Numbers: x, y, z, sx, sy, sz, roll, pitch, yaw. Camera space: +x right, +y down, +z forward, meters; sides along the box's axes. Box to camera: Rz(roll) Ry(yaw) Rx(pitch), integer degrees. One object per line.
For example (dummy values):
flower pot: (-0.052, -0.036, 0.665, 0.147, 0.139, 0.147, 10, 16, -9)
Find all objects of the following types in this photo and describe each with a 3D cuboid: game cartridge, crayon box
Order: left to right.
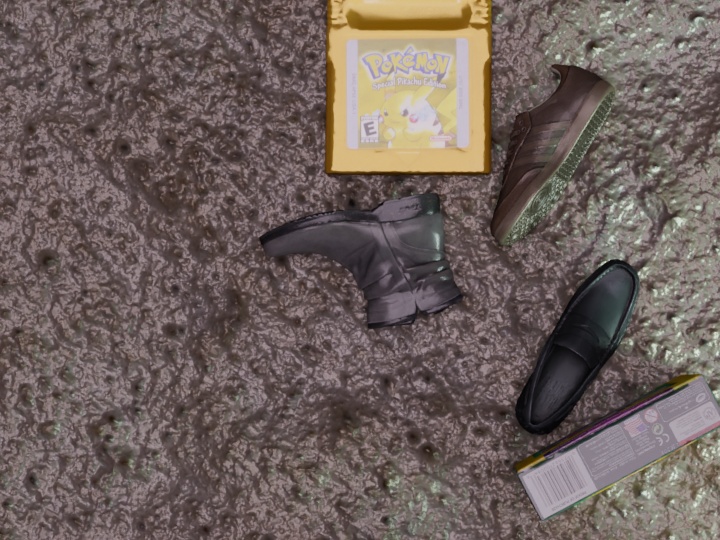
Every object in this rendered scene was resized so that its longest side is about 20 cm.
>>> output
game cartridge: (0.050, -0.200, 1.688, 0.175, 0.032, 0.202, 0, 89, 3)
crayon box: (0.251, 0.172, 1.589, 0.199, 0.173, 0.059, -28, 83, 3)

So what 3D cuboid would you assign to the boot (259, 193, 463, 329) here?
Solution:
boot: (0.000, 0.000, 1.668, 0.198, 0.070, 0.133, -10, 92, 7)

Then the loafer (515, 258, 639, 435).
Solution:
loafer: (0.225, 0.080, 1.646, 0.068, 0.070, 0.201, 31, 90, 4)

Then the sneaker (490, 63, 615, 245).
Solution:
sneaker: (0.182, -0.121, 1.669, 0.075, 0.070, 0.201, 34, 87, 23)
